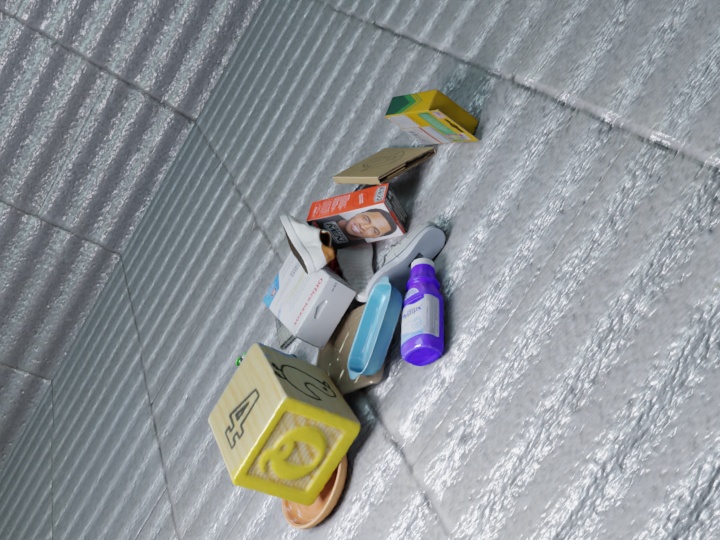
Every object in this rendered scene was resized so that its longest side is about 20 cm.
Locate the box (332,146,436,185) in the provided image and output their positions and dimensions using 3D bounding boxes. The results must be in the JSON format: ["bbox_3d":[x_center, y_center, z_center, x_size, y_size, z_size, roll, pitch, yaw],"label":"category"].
[{"bbox_3d":[0.051,-0.233,1.788,0.162,0.022,0.199,-31,20,-24],"label":"box"}]

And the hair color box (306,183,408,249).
[{"bbox_3d":[-0.007,-0.112,1.734,0.196,0.102,0.062,-12,44,30],"label":"hair color box"}]

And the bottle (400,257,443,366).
[{"bbox_3d":[0.115,0.072,1.494,0.083,0.064,0.204,-37,39,43],"label":"bottle"}]

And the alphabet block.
[{"bbox_3d":[-0.149,0.290,1.533,0.199,0.193,0.200,-59,34,10],"label":"alphabet block"}]

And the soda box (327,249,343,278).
[{"bbox_3d":[-0.055,-0.006,1.832,0.069,0.063,0.204,-21,49,49],"label":"soda box"}]

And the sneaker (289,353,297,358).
[{"bbox_3d":[-0.192,0.263,1.849,0.090,0.078,0.201,-38,-10,-48],"label":"sneaker"}]

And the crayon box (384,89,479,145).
[{"bbox_3d":[0.155,-0.316,1.678,0.199,0.124,0.052,12,75,59],"label":"crayon box"}]

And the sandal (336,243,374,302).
[{"bbox_3d":[-0.007,0.001,1.759,0.205,0.080,0.051,-99,3,-47],"label":"sandal"}]

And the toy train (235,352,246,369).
[{"bbox_3d":[-0.245,0.264,1.789,0.041,0.056,0.204,25,126,31],"label":"toy train"}]

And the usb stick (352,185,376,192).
[{"bbox_3d":[0.000,-0.176,1.908,0.200,0.032,0.056,-44,27,31],"label":"usb stick"}]

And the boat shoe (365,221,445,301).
[{"bbox_3d":[0.081,-0.022,1.613,0.203,0.074,0.086,-49,24,10],"label":"boat shoe"}]

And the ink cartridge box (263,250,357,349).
[{"bbox_3d":[-0.111,0.056,1.726,0.146,0.084,0.200,-58,32,4],"label":"ink cartridge box"}]

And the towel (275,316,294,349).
[{"bbox_3d":[-0.150,0.063,1.959,0.200,0.034,0.195,-47,33,27],"label":"towel"}]

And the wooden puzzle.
[{"bbox_3d":[-0.012,0.168,1.649,0.198,0.046,0.189,-24,48,42],"label":"wooden puzzle"}]

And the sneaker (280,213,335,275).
[{"bbox_3d":[-0.109,-0.065,1.712,0.083,0.074,0.201,-25,41,-10],"label":"sneaker"}]

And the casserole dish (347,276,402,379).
[{"bbox_3d":[0.030,0.113,1.527,0.121,0.038,0.204,-2,69,71],"label":"casserole dish"}]

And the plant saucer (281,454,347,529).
[{"bbox_3d":[-0.086,0.405,1.581,0.199,0.037,0.203,-40,36,37],"label":"plant saucer"}]
